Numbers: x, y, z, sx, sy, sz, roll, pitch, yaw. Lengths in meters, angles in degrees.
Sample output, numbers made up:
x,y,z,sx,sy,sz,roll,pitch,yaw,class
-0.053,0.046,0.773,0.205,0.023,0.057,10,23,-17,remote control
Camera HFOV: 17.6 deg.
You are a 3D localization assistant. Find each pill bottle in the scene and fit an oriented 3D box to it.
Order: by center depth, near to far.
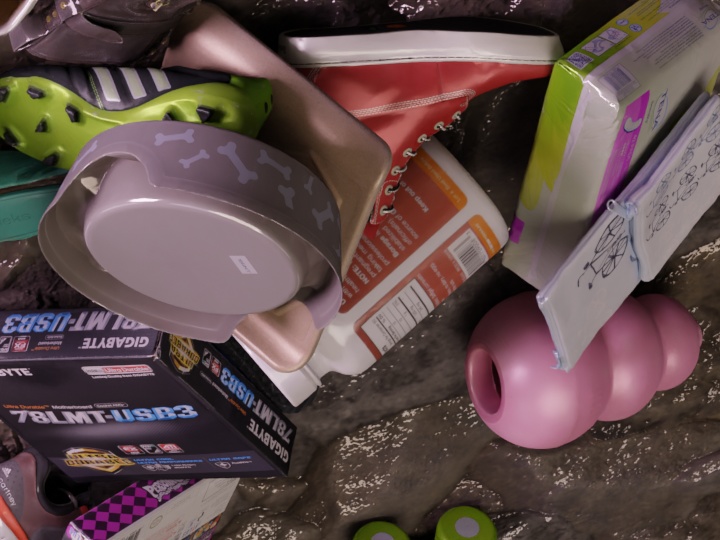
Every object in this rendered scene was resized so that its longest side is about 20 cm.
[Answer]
x,y,z,sx,sy,sz,roll,pitch,yaw,class
0.000,0.000,1.659,0.200,0.112,0.112,-41,139,-4,pill bottle

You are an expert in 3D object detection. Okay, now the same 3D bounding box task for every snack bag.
x,y,z,sx,sy,sz,roll,pitch,yaw,class
0.200,-0.022,1.684,0.200,0.021,0.189,-49,161,-7,snack bag

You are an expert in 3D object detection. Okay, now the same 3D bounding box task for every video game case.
x,y,z,sx,sy,sz,roll,pitch,yaw,class
-0.185,0.231,1.845,0.200,0.036,0.182,-30,153,-50,video game case

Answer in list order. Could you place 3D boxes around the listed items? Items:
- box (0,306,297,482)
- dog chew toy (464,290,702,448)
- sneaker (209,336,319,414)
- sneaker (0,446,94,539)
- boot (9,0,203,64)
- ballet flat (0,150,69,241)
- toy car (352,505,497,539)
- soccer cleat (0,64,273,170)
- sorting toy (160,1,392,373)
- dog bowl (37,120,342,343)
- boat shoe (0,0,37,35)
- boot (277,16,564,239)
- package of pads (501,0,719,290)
x,y,z,sx,sy,sz,roll,pitch,yaw,class
-0.177,0.093,1.701,0.198,0.050,0.199,-3,150,28,box
0.185,0.070,1.857,0.198,0.125,0.125,-11,140,-24,dog chew toy
-0.106,0.027,1.718,0.066,0.078,0.201,-47,124,-19,sneaker
-0.239,0.208,1.853,0.082,0.077,0.200,-34,145,-5,sneaker
-0.107,-0.186,1.468,0.199,0.070,0.174,-5,160,-32,boot
-0.175,-0.064,1.565,0.198,0.071,0.068,-5,135,6,ballet flat
0.068,0.341,2.035,0.156,0.201,0.165,-8,139,-15,toy car
-0.151,-0.104,1.515,0.198,0.081,0.068,6,116,23,soccer cleat
-0.074,-0.056,1.570,0.036,0.185,0.201,-30,153,-47,sorting toy
-0.102,-0.025,1.477,0.198,0.059,0.200,10,153,5,dog bowl
-0.189,-0.225,1.393,0.070,0.070,0.200,15,129,-31,boat shoe
0.044,-0.097,1.592,0.198,0.072,0.146,-6,103,-10,boot
0.185,-0.095,1.662,0.154,0.068,0.201,-38,153,-37,package of pads
